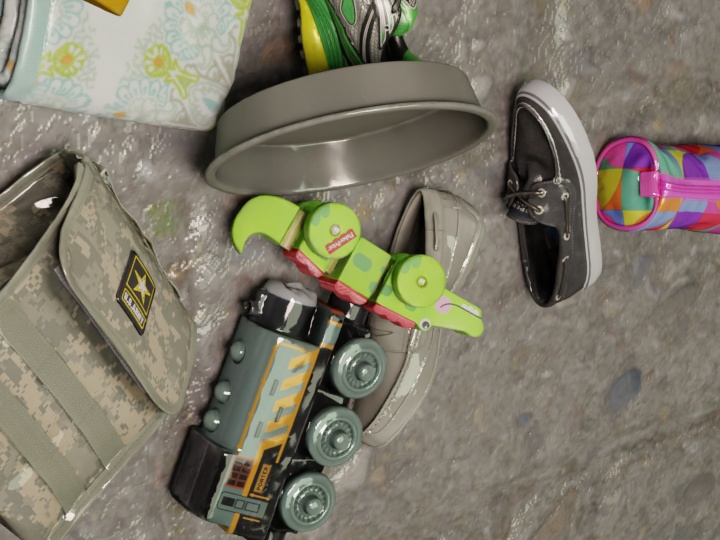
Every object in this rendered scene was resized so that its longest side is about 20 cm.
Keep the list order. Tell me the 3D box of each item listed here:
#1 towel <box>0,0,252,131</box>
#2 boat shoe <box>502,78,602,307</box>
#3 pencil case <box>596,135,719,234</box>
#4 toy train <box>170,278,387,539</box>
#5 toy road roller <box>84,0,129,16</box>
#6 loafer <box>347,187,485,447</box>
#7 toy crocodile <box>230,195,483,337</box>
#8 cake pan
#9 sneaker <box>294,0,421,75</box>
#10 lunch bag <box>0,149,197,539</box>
[{"bbox_3d":[-0.136,-0.193,1.068,0.170,0.048,0.202,6,104,-41],"label":"towel"},{"bbox_3d":[0.144,-0.054,1.362,0.066,0.070,0.201,-37,136,-25],"label":"boat shoe"},{"bbox_3d":[0.288,-0.071,1.464,0.198,0.088,0.089,-1,109,-40],"label":"pencil case"},{"bbox_3d":[-0.060,0.104,1.242,0.113,0.085,0.202,18,96,-34],"label":"toy train"},{"bbox_3d":[-0.187,-0.236,0.904,0.124,0.199,0.146,-63,156,0],"label":"toy road roller"},{"bbox_3d":[0.029,0.034,1.298,0.069,0.070,0.202,23,85,-39],"label":"loafer"},{"bbox_3d":[0.000,0.000,1.214,0.199,0.067,0.062,30,84,-19],"label":"toy crocodile"},{"bbox_3d":[-0.009,-0.094,1.137,0.199,0.199,0.037,-3,78,-40],"label":"cake pan"},{"bbox_3d":[-0.003,-0.200,1.142,0.078,0.084,0.201,-67,150,-46],"label":"sneaker"},{"bbox_3d":[-0.196,0.045,1.072,0.200,0.117,0.165,-49,132,-22],"label":"lunch bag"}]
